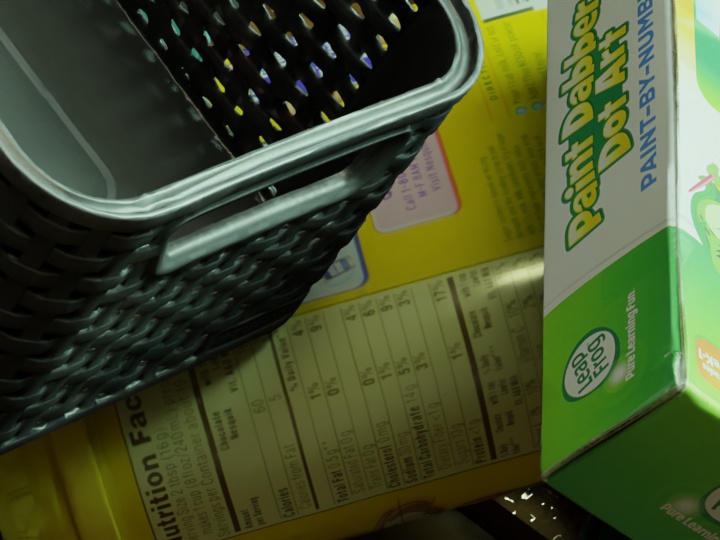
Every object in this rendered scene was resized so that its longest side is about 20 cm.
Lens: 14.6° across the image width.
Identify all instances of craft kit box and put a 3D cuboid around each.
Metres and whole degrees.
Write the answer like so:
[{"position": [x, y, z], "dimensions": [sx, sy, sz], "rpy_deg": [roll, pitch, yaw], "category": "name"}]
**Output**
[{"position": [0.124, 0.008, 0.642], "dimensions": [0.200, 0.048, 0.198], "rpy_deg": [34, 37, -27], "category": "craft kit box"}]

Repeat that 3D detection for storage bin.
[{"position": [-0.087, -0.075, 0.617], "dimensions": [0.135, 0.094, 0.200], "rpy_deg": [-24, 72, -44], "category": "storage bin"}]

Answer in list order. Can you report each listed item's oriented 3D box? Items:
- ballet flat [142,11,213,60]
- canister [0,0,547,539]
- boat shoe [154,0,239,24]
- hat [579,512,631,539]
[{"position": [-0.140, -0.091, 0.847], "dimensions": [0.199, 0.070, 0.070], "rpy_deg": [8, 43, -12], "category": "ballet flat"}, {"position": [0.000, 0.000, 0.723], "dimensions": [0.199, 0.087, 0.149], "rpy_deg": [-15, 47, -1], "category": "canister"}, {"position": [-0.111, -0.101, 0.768], "dimensions": [0.198, 0.067, 0.074], "rpy_deg": [10, 7, 19], "category": "boat shoe"}, {"position": [0.143, 0.069, 0.668], "dimensions": [0.165, 0.176, 0.201], "rpy_deg": [17, 58, 0], "category": "hat"}]
